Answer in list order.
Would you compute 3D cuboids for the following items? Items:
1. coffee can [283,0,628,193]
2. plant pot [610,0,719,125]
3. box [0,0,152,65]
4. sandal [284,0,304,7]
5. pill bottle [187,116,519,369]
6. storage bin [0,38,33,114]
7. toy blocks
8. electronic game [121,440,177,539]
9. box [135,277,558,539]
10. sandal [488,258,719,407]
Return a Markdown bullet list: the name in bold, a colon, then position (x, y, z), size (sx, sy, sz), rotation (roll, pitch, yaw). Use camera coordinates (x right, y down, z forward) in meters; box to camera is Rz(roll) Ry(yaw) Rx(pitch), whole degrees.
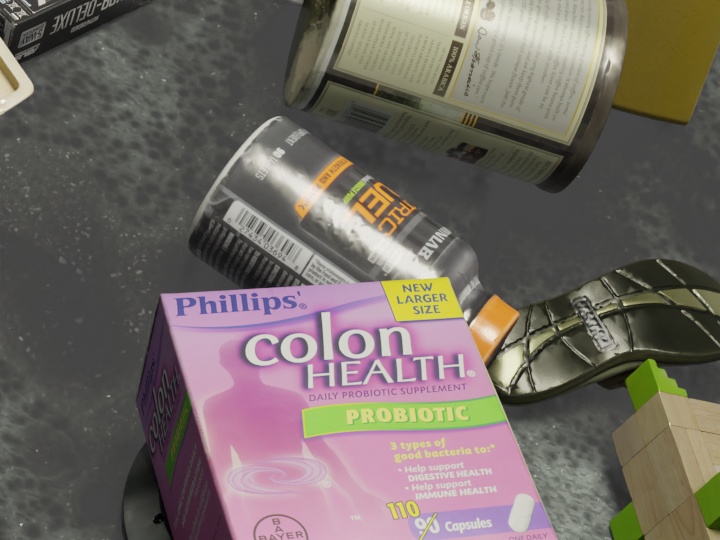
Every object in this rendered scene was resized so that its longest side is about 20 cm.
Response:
- **coffee can**: position (0.064, -0.152, 1.492), size (0.200, 0.146, 0.146), rotation (17, 45, -12)
- **plant pot**: position (0.168, -0.249, 1.613), size (0.176, 0.200, 0.200), rotation (3, 49, -11)
- **box**: position (-0.252, -0.239, 1.482), size (0.200, 0.050, 0.158), rotation (42, 45, 13)
- **sandal**: position (-0.098, -0.260, 1.572), size (0.206, 0.059, 0.079), rotation (22, 44, -8)
- **pill bottle**: position (0.000, 0.000, 1.351), size (0.200, 0.106, 0.106), rotation (35, 44, 6)
- **storage bin**: position (-0.282, -0.083, 1.216), size (0.094, 0.200, 0.199), rotation (-19, 61, -36)
- **toy blocks**: position (0.243, 0.161, 1.350), size (0.137, 0.100, 0.200), rotation (13, 46, -33)
- **electronic game**: position (-0.038, 0.147, 1.243), size (0.200, 0.042, 0.200), rotation (9, 44, -9)
- **box**: position (-0.012, 0.110, 1.188), size (0.176, 0.097, 0.200), rotation (-3, 46, -20)
- **sandal**: position (0.161, 0.046, 1.432), size (0.201, 0.057, 0.080), rotation (-12, 61, -17)
